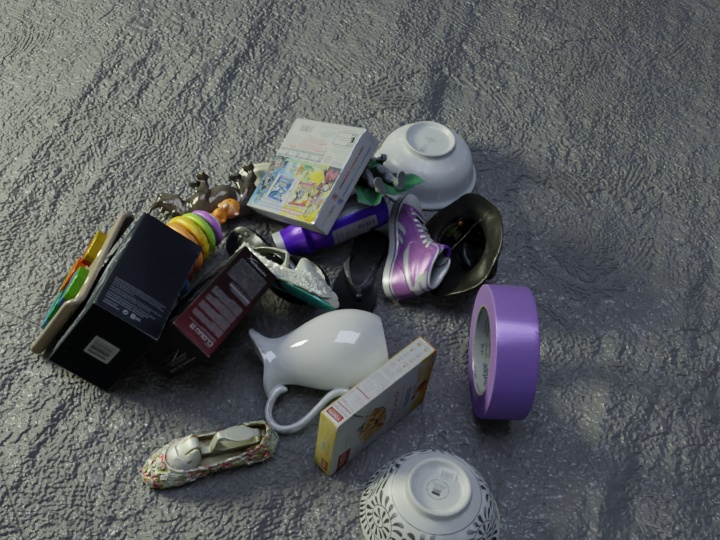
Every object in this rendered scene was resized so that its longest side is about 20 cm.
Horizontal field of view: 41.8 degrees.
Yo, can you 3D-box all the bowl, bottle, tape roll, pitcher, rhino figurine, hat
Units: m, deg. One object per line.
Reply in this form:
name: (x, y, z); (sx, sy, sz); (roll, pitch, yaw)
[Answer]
bowl: (0.123, -0.214, 1.755); (0.201, 0.090, 0.201); (3, 49, -4)
bottle: (-0.051, -0.077, 1.613); (0.200, 0.084, 0.065); (-22, 75, -4)
tape roll: (0.211, 0.122, 1.407); (0.066, 0.200, 0.200); (3, 50, -4)
bowl: (0.103, 0.319, 1.297); (0.200, 0.094, 0.201); (4, 50, -4)
pitcher: (-0.056, 0.150, 1.420); (0.200, 0.121, 0.172); (-11, 69, -2)
rhino figurine: (-0.272, -0.123, 1.646); (0.200, 0.060, 0.088); (-14, 75, -16)
hat: (0.184, -0.028, 1.594); (0.081, 0.201, 0.201); (33, 37, -37)

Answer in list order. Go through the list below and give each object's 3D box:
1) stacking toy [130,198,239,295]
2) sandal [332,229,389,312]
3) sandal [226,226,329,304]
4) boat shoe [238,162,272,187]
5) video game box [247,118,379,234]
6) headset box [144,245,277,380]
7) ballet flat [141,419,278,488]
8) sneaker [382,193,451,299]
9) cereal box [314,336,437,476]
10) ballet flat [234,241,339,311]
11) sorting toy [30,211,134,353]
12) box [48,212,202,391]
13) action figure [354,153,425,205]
stacking toy: (-0.274, -0.061, 1.566); (0.116, 0.110, 0.200); (26, 49, 26)
sandal: (-0.001, 0.000, 1.588); (0.076, 0.043, 0.200); (11, 49, 3)
sandal: (-0.143, -0.005, 1.546); (0.200, 0.043, 0.076); (28, 92, 20)
boat shoe: (-0.122, -0.156, 1.702); (0.200, 0.068, 0.072); (2, 89, 9)
video game box: (-0.082, -0.162, 1.585); (0.200, 0.047, 0.182); (19, 75, 49)
headset box: (-0.237, 0.071, 1.422); (0.077, 0.149, 0.200); (45, 52, -11)
ballet flat: (-0.214, 0.251, 1.337); (0.200, 0.064, 0.076); (-15, 54, -18)
sneaker: (0.107, -0.047, 1.584); (0.114, 0.073, 0.201); (-15, 57, 35)
cereal box: (0.021, 0.197, 1.359); (0.200, 0.144, 0.040); (-35, 63, -29)
ballet flat: (-0.116, 0.002, 1.474); (0.200, 0.072, 0.072); (19, 50, 20)
sorting toy: (-0.430, 0.015, 1.439); (0.036, 0.185, 0.200); (34, 46, -16)
box: (-0.347, 0.049, 1.390); (0.104, 0.200, 0.182); (34, 46, -16)
action figure: (0.015, -0.168, 1.601); (0.118, 0.055, 0.200); (-15, 24, -17)
